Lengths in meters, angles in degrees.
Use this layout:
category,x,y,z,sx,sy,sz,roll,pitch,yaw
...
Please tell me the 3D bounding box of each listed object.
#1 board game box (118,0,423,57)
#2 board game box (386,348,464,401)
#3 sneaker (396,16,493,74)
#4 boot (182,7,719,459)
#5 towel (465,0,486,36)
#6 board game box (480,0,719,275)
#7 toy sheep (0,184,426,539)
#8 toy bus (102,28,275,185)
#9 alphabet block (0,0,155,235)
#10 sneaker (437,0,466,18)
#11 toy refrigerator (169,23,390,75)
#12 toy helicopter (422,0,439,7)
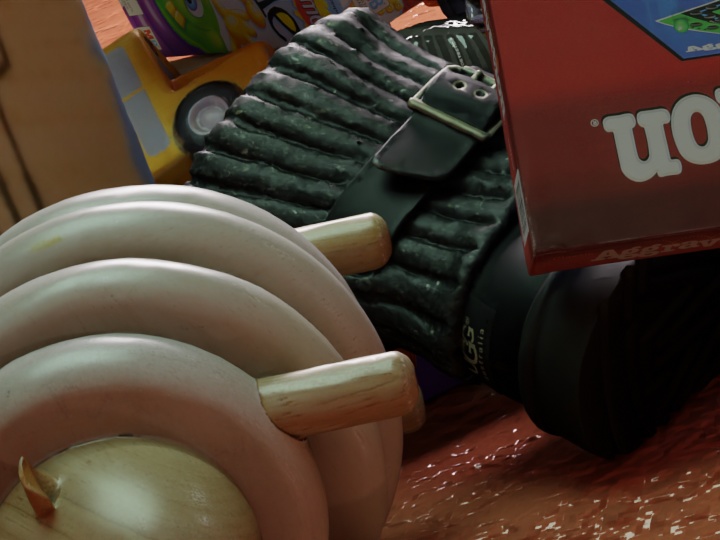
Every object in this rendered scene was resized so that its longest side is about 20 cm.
category,x,y,z,sx,sy,sz,roll,pitch,yaw
board game box,-0.034,-0.163,1.071,0.103,0.105,0.200,-35,18,-25
board game box,0.000,0.000,0.859,0.134,0.045,0.200,-25,15,-16
sneaker,0.087,-0.097,0.892,0.199,0.091,0.066,-5,7,-16
boot,0.063,-0.038,0.733,0.157,0.080,0.211,22,40,38
towel,0.147,-0.085,0.798,0.199,0.023,0.143,5,-10,-30
board game box,0.134,-0.063,0.644,0.199,0.104,0.019,-8,-17,-3
toy sheep,-0.049,0.040,0.614,0.137,0.139,0.200,-20,18,4
toy bus,-0.112,-0.027,0.976,0.199,0.065,0.078,-33,58,6
alphabet block,-0.180,0.022,0.730,0.194,0.197,0.200,-16,15,25
sneaker,0.123,-0.134,0.983,0.201,0.147,0.077,-22,12,-9
toy refrigerator,-0.067,-0.056,1.102,0.199,0.076,0.070,-9,18,41
toy helicopter,0.122,-0.130,1.115,0.132,0.079,0.200,-13,11,31
